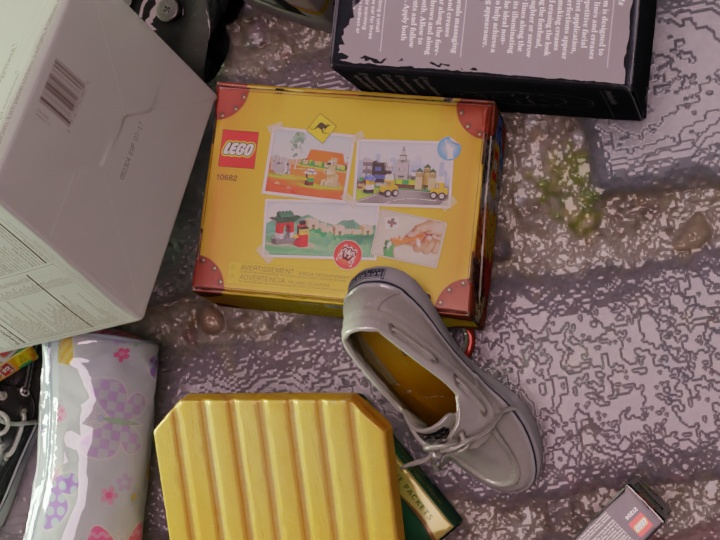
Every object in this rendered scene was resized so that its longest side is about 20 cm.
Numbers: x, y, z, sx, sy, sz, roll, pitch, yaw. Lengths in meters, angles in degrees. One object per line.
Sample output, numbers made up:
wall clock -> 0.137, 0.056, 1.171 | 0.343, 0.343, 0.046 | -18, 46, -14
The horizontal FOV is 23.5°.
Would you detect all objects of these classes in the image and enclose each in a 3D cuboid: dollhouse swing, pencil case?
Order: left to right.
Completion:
pencil case -> -0.197, 0.139, 1.243 | 0.090, 0.083, 0.202 | 9, 87, -25
dollhouse swing -> -0.069, 0.199, 1.110 | 0.199, 0.182, 0.177 | -1, 119, 21

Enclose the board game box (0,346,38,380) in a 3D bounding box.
board game box -> -0.325, 0.011, 1.272 | 0.095, 0.030, 0.200 | -32, 61, -11

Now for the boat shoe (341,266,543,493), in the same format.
boat shoe -> 0.052, 0.095, 1.146 | 0.074, 0.086, 0.202 | -19, 122, 30

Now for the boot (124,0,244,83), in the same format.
boot -> -0.196, -0.170, 1.280 | 0.199, 0.066, 0.166 | 14, 91, 8

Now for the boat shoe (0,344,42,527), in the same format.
boat shoe -> -0.275, 0.106, 1.271 | 0.073, 0.068, 0.201 | 24, 91, 12

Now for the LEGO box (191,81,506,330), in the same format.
LEGO box -> -0.007, -0.045, 1.210 | 0.198, 0.077, 0.150 | 5, 81, 12

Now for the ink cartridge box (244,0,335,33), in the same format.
ink cartridge box -> -0.040, -0.256, 1.176 | 0.085, 0.200, 0.149 | 22, 91, 12

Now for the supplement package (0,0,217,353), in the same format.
supplement package -> -0.235, -0.066, 1.164 | 0.199, 0.147, 0.192 | -13, 47, 35

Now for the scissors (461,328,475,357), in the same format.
scissors -> 0.000, 0.000, 1.248 | 0.073, 0.014, 0.200 | -42, 77, 6

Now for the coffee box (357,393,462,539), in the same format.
coffee box -> -0.040, 0.194, 1.226 | 0.200, 0.044, 0.123 | -39, 79, 7

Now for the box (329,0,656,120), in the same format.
box -> 0.094, -0.169, 1.167 | 0.198, 0.148, 0.108 | 6, 88, 12

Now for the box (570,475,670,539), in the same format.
box -> 0.124, 0.221, 1.155 | 0.035, 0.110, 0.200 | 45, 96, 12
